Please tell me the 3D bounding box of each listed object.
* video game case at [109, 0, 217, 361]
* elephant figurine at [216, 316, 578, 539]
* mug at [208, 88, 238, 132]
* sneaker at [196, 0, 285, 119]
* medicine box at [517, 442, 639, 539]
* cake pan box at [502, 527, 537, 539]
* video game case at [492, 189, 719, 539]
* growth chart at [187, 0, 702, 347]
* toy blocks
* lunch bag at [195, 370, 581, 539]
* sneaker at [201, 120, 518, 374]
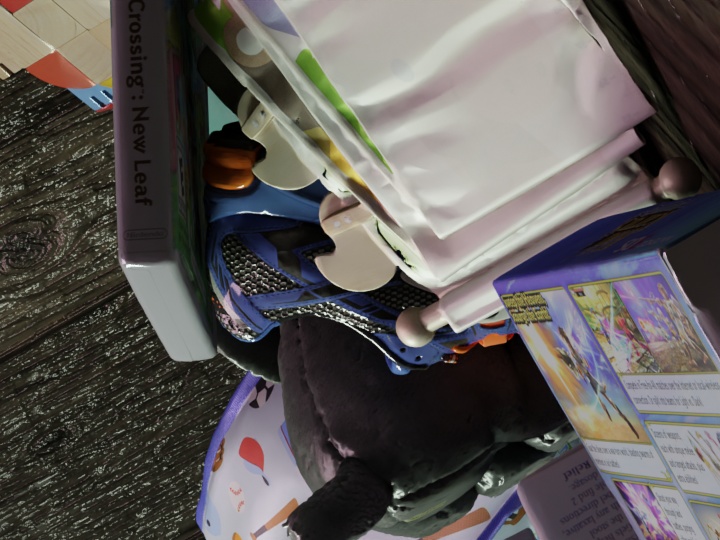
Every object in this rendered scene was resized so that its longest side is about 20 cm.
[{"bbox_3d":[-0.069,-0.073,0.930,0.200,0.022,0.183,84,-177,-79],"label":"video game case"},{"bbox_3d":[0.000,0.000,1.042,0.201,0.141,0.155,59,-178,14],"label":"elephant figurine"},{"bbox_3d":[-0.002,-0.070,1.211,0.184,0.152,0.115,5,-137,-50],"label":"mug"},{"bbox_3d":[-0.012,-0.117,0.857,0.081,0.088,0.201,50,151,38],"label":"sneaker"},{"bbox_3d":[0.161,0.168,0.942,0.200,0.103,0.182,61,-179,39],"label":"medicine box"},{"bbox_3d":[0.092,0.200,0.935,0.185,0.052,0.200,59,-178,-7],"label":"cake pan box"},{"bbox_3d":[0.118,0.067,0.726,0.182,0.045,0.200,59,171,-3],"label":"video game case"},{"bbox_3d":[0.014,-0.072,0.819,0.201,0.144,0.018,58,-147,-18],"label":"growth chart"},{"bbox_3d":[-0.114,-0.126,1.125,0.137,0.200,0.100,39,-128,-24],"label":"toy blocks"},{"bbox_3d":[0.017,0.111,1.201,0.123,0.200,0.170,10,-145,-45],"label":"lunch bag"},{"bbox_3d":[0.034,0.000,0.937,0.075,0.199,0.079,-119,41,-72],"label":"sneaker"}]
